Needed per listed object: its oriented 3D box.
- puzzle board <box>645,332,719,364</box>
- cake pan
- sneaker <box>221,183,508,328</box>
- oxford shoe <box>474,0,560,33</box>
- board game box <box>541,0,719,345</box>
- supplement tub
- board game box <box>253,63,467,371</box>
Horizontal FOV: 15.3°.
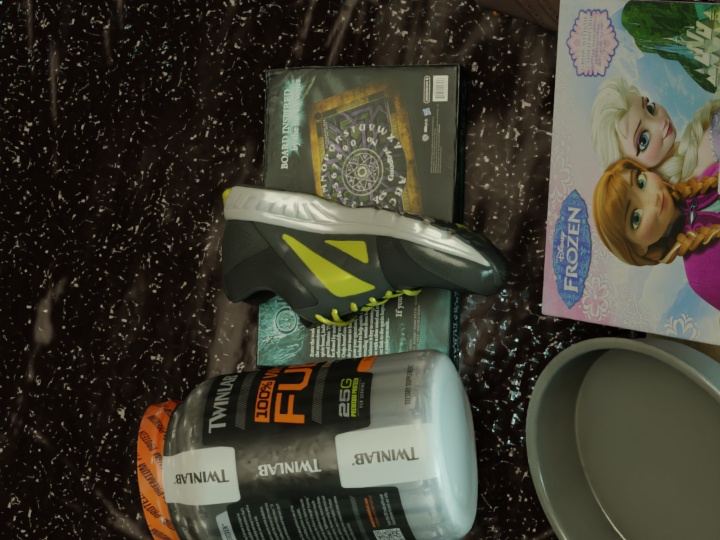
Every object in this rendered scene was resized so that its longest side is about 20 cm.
[{"bbox_3d":[0.239,0.001,1.590,0.150,0.017,0.202,24,110,47],"label":"puzzle board"},{"bbox_3d":[0.186,0.126,1.614,0.199,0.037,0.202,26,130,35],"label":"cake pan"},{"bbox_3d":[0.000,0.000,1.699,0.199,0.074,0.085,12,93,25],"label":"sneaker"},{"bbox_3d":[0.120,-0.185,1.727,0.200,0.071,0.073,49,126,12],"label":"oxford shoe"},{"bbox_3d":[0.194,-0.061,1.596,0.199,0.041,0.202,8,98,49],"label":"board game box"},{"bbox_3d":[-0.033,0.120,1.688,0.198,0.122,0.124,-8,81,14],"label":"supplement tub"},{"bbox_3d":[0.000,-0.034,1.748,0.134,0.028,0.202,1,83,16],"label":"board game box"}]
